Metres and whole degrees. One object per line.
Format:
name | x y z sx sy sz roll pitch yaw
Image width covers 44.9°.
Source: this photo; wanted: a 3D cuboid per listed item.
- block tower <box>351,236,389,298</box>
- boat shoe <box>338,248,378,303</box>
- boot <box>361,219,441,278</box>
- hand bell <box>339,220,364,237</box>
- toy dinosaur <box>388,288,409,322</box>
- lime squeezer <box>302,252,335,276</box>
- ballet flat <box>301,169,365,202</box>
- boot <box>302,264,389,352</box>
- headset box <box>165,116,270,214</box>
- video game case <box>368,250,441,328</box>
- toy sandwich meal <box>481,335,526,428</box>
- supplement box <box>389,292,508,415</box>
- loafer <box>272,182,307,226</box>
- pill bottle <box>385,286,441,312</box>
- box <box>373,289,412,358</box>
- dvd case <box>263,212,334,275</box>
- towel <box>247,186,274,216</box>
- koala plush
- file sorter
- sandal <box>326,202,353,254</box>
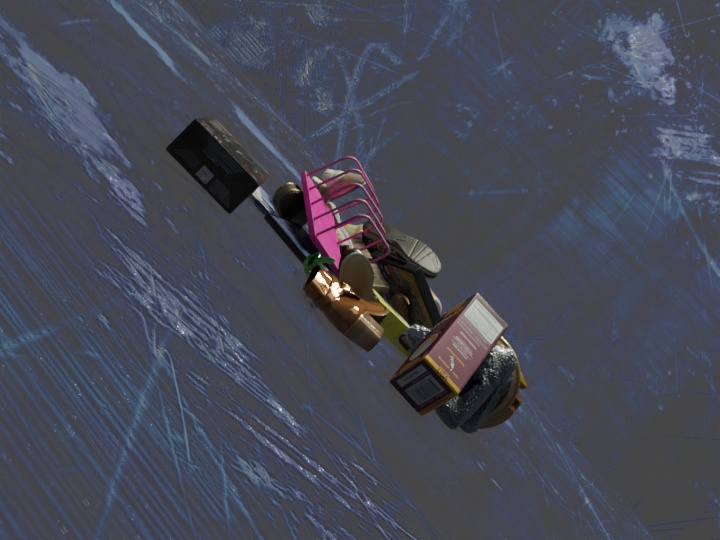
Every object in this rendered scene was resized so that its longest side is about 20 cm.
block tower | 0.000 0.000 1.882 0.054 0.058 0.200 2 31 -22
boat shoe | -0.012 0.022 1.597 0.068 0.072 0.200 58 -10 34
boot | 0.077 -0.007 1.970 0.203 0.154 0.073 32 41 16
hand bell | -0.101 -0.116 2.010 0.200 0.104 0.104 33 9 -7
toy dinosaur | 0.078 0.069 1.861 0.106 0.060 0.200 28 -21 19
lime squeezer | -0.074 0.000 1.550 0.071 0.038 0.200 52 -12 15
ballet flat | -0.075 -0.180 1.901 0.067 0.200 0.068 56 38 -14
boot | -0.032 0.055 1.497 0.155 0.077 0.200 43 15 -7
headset box | -0.238 -0.185 1.499 0.149 0.077 0.200 46 9 -7
video game case | 0.106 0.062 1.882 0.181 0.025 0.201 23 -39 57
toy sandwich meal | 0.248 0.215 1.769 0.205 0.205 0.070 50 24 22
supplement box | 0.154 0.142 1.501 0.086 0.110 0.200 47 48 -2
loafer | -0.149 -0.143 1.835 0.067 0.076 0.200 48 -3 14
pill bottle | 0.104 0.050 2.110 0.112 0.112 0.200 41 11 -43
box | 0.070 0.117 1.788 0.200 0.050 0.075 43 5 -28
dvd case | -0.111 -0.047 1.734 0.143 0.018 0.200 49 8 12
towel | -0.245 -0.193 1.716 0.200 0.024 0.147 47 5 -18
koala plush | 0.178 0.182 1.681 0.200 0.184 0.177 38 2 27
file sorter | -0.029 -0.112 1.760 0.200 0.125 0.139 -101 164 -45
sandal | -0.069 -0.069 1.899 0.059 0.079 0.207 -1 43 -23
